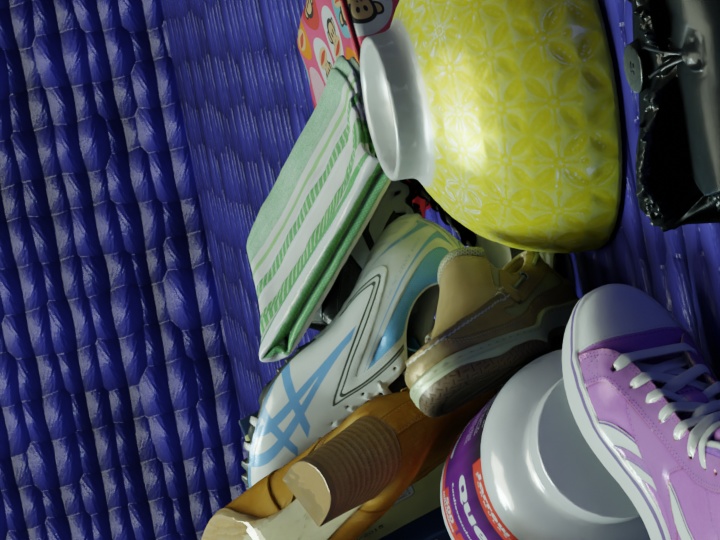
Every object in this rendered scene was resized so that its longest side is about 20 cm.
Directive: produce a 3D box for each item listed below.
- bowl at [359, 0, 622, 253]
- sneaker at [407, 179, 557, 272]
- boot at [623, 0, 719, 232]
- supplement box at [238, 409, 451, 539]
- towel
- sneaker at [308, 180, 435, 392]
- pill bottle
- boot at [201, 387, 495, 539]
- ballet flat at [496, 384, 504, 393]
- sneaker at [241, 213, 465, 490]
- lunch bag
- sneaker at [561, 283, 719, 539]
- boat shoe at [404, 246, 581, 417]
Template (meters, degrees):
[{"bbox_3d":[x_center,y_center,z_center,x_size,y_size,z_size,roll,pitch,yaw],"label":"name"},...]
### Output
[{"bbox_3d":[0.061,-0.098,1.208,0.200,0.107,0.201,168,90,-81],"label":"bowl"},{"bbox_3d":[0.063,-0.050,1.337,0.074,0.080,0.201,97,157,-56],"label":"sneaker"},{"bbox_3d":[0.122,-0.101,0.935,0.200,0.076,0.169,-177,79,-74],"label":"boot"},{"bbox_3d":[0.038,0.187,1.431,0.201,0.134,0.200,63,180,-34],"label":"supplement box"},{"bbox_3d":[-0.030,-0.039,1.349,0.153,0.023,0.200,-61,16,17],"label":"towel"},{"bbox_3d":[0.000,0.000,1.376,0.066,0.090,0.201,76,-178,-75],"label":"sneaker"},{"bbox_3d":[0.109,0.105,1.149,0.200,0.112,0.113,114,143,-74],"label":"pill bottle"},{"bbox_3d":[-0.003,0.129,1.288,0.071,0.144,0.201,55,143,12],"label":"boot"},{"bbox_3d":[0.098,0.073,1.374,0.064,0.067,0.200,-66,26,24],"label":"ballet flat"},{"bbox_3d":[-0.002,0.061,1.303,0.072,0.200,0.072,39,-166,18],"label":"sneaker"},{"bbox_3d":[0.016,-0.117,1.515,0.200,0.081,0.177,109,147,-71],"label":"lunch bag"},{"bbox_3d":[0.159,0.070,0.988,0.115,0.072,0.201,105,146,-54],"label":"sneaker"},{"bbox_3d":[0.063,0.025,1.182,0.076,0.071,0.200,61,-160,5],"label":"boat shoe"}]
